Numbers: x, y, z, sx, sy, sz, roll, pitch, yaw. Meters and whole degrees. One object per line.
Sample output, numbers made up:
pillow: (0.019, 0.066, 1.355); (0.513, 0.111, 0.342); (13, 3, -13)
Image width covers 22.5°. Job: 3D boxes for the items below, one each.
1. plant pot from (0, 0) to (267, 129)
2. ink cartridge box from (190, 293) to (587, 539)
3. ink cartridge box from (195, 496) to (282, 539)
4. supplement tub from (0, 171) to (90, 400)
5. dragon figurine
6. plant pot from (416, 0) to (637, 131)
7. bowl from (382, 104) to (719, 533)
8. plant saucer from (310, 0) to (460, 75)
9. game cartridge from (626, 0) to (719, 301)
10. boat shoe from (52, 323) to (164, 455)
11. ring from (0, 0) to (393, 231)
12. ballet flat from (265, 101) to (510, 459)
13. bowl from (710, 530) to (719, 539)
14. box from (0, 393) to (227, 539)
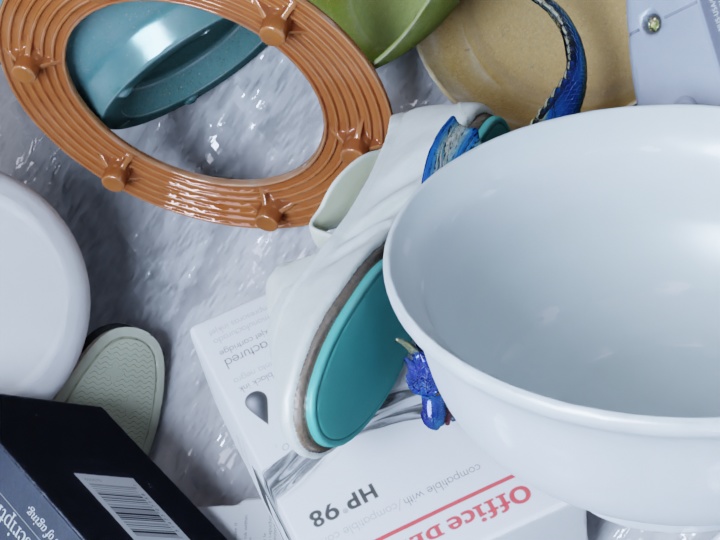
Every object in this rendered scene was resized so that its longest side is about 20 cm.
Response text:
plant pot: (-0.117, -0.159, 0.935); (0.200, 0.200, 0.135); (-37, 83, 31)
ink cartridge box: (0.020, 0.090, 0.768); (0.115, 0.067, 0.200); (-24, 54, -10)
ink cartridge box: (-0.047, 0.209, 0.853); (0.176, 0.045, 0.201); (-10, 72, 40)
supplement tub: (-0.233, 0.022, 0.974); (0.200, 0.140, 0.141); (169, 110, -67)
dragon figurine: (0.065, -0.032, 0.740); (0.059, 0.099, 0.201); (-1, 79, 38)
plant pot: (0.103, -0.156, 0.821); (0.199, 0.027, 0.201); (-14, 69, 40)
bowl: (0.110, 0.027, 0.631); (0.201, 0.201, 0.091); (31, 137, 43)
plant saucer: (0.024, -0.186, 0.853); (0.200, 0.031, 0.201); (-38, 46, 54)
game cartridge: (0.176, -0.060, 0.700); (0.133, 0.041, 0.201); (-24, 74, 40)
boat shoe: (-0.168, 0.116, 0.975); (0.068, 0.072, 0.201); (32, 101, 52)
ring: (-0.081, -0.079, 0.862); (0.200, 0.200, 0.019); (-16, 43, 40)
ballet flat: (0.000, 0.000, 0.760); (0.069, 0.070, 0.200); (-9, 36, 41)
bowl: (0.221, 0.154, 0.596); (0.200, 0.074, 0.201); (-29, 61, 36)
box: (-0.145, 0.187, 0.838); (0.200, 0.104, 0.183); (39, 105, 36)
